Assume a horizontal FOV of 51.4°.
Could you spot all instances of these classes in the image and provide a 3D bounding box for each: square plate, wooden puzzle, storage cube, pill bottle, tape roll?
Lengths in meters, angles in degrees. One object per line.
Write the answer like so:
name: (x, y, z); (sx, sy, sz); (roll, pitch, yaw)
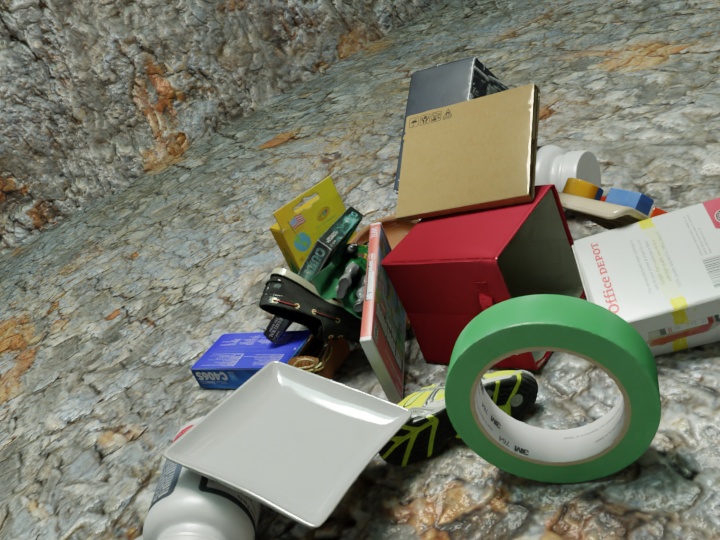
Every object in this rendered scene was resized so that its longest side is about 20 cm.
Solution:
square plate: (-0.074, 0.184, 0.813); (0.199, 0.029, 0.198); (16, 32, 27)
wooden puzzle: (0.352, -0.080, 1.009); (0.199, 0.047, 0.185); (15, 7, -29)
storage cube: (0.168, 0.008, 0.989); (0.179, 0.172, 0.200); (-2, 34, 42)
pill bottle: (-0.172, 0.268, 0.828); (0.119, 0.120, 0.200); (-19, 26, 11)
pill bottle: (0.287, -0.146, 1.241); (0.199, 0.120, 0.120); (2, 35, 43)
tape roll: (0.183, 0.118, 0.722); (0.199, 0.201, 0.048); (-12, 27, 25)

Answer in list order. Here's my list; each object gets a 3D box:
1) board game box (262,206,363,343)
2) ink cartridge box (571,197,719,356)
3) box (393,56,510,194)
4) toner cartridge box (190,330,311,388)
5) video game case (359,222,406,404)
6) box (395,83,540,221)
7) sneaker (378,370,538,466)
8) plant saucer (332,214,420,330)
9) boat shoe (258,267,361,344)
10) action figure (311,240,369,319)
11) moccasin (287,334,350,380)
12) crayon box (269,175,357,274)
board game box: (-0.072, 0.007, 1.138); (0.200, 0.028, 0.135); (-57, -3, 33)
ink cartridge box: (0.364, 0.011, 0.869); (0.199, 0.084, 0.146); (-16, 44, 16)
box: (0.165, -0.182, 1.145); (0.123, 0.196, 0.201); (-4, 71, 42)
toner cartridge box: (-0.165, 0.141, 1.177); (0.199, 0.043, 0.095); (-5, 31, 36)
video game case: (0.034, 0.056, 0.986); (0.017, 0.143, 0.201); (-9, 45, 15)
box: (0.141, -0.154, 1.001); (0.199, 0.021, 0.165); (-7, 66, 35)
sneaker: (0.107, 0.154, 0.871); (0.199, 0.076, 0.077); (-20, 27, 7)
plant saucer: (0.044, 0.013, 1.151); (0.199, 0.037, 0.201); (-18, 59, 31)
boat shoe: (-0.047, 0.070, 1.047); (0.074, 0.201, 0.063); (-32, 32, 63)
action figure: (0.000, 0.000, 1.077); (0.055, 0.118, 0.200); (-47, 10, 21)
moccasin: (-0.077, 0.145, 1.049); (0.073, 0.078, 0.202); (-4, 32, 37)
crayon box: (-0.068, -0.045, 1.267); (0.127, 0.201, 0.051); (-35, 27, -23)
